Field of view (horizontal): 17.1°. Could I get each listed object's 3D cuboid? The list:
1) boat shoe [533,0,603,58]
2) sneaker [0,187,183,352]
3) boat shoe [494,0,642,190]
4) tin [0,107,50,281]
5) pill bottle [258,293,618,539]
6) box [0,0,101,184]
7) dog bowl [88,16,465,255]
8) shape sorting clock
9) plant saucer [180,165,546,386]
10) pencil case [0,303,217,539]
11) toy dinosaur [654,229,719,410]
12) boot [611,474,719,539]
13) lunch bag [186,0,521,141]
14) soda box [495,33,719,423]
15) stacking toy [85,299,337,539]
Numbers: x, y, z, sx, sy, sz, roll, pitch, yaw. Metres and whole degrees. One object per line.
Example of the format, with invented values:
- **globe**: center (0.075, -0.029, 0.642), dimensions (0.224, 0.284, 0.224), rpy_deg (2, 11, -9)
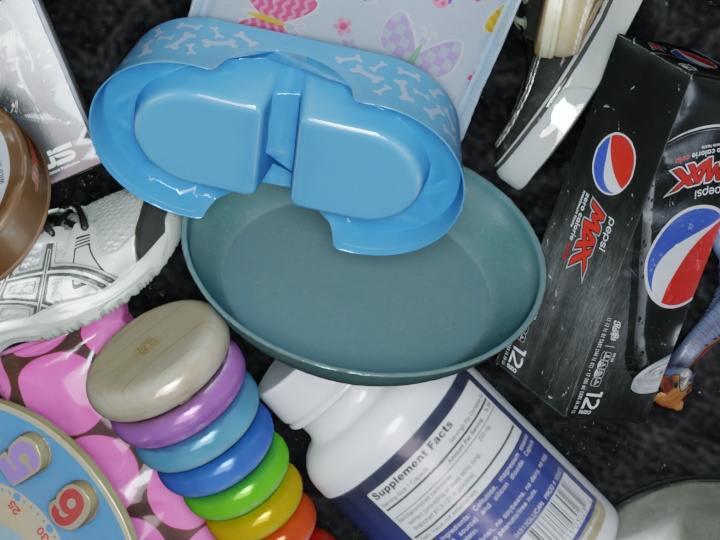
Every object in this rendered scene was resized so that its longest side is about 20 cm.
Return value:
- **boat shoe**: center (0.149, -0.195, 1.260), dimensions (0.065, 0.072, 0.201), rpy_deg (24, 73, 3)
- **sneaker**: center (-0.191, -0.005, 1.289), dimensions (0.199, 0.076, 0.088), rpy_deg (-29, 114, -6)
- **boat shoe**: center (0.115, -0.142, 1.322), dimensions (0.063, 0.071, 0.201), rpy_deg (28, 86, -3)
- **tin**: center (-0.261, -0.028, 1.254), dimensions (0.199, 0.042, 0.112), rpy_deg (-19, 59, 6)
- **pill bottle**: center (0.040, 0.108, 1.339), dimensions (0.111, 0.111, 0.200), rpy_deg (-45, 99, 5)
- **box**: center (-0.260, -0.096, 1.319), dimensions (0.199, 0.048, 0.159), rpy_deg (-22, 101, 1)
- **dog bowl**: center (-0.039, -0.073, 1.248), dimensions (0.199, 0.050, 0.112), rpy_deg (13, 138, 3)
- **shape sorting clock**: center (-0.200, 0.166, 1.327), dimensions (0.199, 0.039, 0.201), rpy_deg (14, 115, 31)
- **plant saucer**: center (0.000, 0.000, 1.294), dimensions (0.199, 0.201, 0.036), rpy_deg (8, 130, -4)
- **pencil case**: center (-0.141, 0.115, 1.346), dimensions (0.093, 0.091, 0.201), rpy_deg (-19, 98, 6)
- **toy dinosaur**: center (0.240, 0.007, 1.348), dimensions (0.199, 0.105, 0.182), rpy_deg (15, 118, -16)
- **boot**: center (0.224, 0.158, 1.347), dimensions (0.199, 0.131, 0.068), rpy_deg (-13, 100, -1)
- **lunch bag**: center (0.014, -0.192, 1.268), dimensions (0.169, 0.127, 0.201), rpy_deg (23, 107, -8)
- **soda box**: center (0.147, -0.021, 1.298), dimensions (0.063, 0.071, 0.201), rpy_deg (6, 111, -37)
- **stacking toy**: center (-0.068, 0.116, 1.307), dimensions (0.085, 0.085, 0.201), rpy_deg (-29, 118, 2)
